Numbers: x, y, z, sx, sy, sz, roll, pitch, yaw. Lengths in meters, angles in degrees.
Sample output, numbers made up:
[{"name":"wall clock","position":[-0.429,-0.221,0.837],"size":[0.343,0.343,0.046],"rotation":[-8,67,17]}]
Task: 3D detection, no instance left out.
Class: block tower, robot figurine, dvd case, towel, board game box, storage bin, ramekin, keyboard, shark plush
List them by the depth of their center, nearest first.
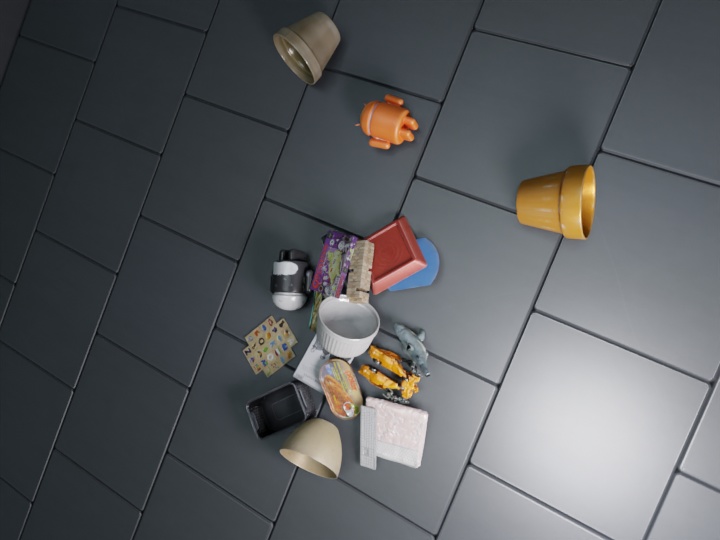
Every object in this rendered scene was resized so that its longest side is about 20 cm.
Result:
[{"name":"shark plush","position":[0.155,0.248,1.541],"size":[0.090,0.083,0.201],"rotation":[-32,43,20]},{"name":"towel","position":[0.102,0.503,1.579],"size":[0.198,0.032,0.193],"rotation":[10,103,19]},{"name":"keyboard","position":[0.025,0.524,1.591],"size":[0.056,0.011,0.202],"rotation":[5,100,23]},{"name":"ramekin","position":[-0.046,0.179,1.594],"size":[0.199,0.200,0.106],"rotation":[32,129,18]},{"name":"block tower","position":[0.000,0.000,1.595],"size":[0.057,0.054,0.202],"rotation":[-3,76,34]},{"name":"robot figurine","position":[0.101,0.327,1.602],"size":[0.199,0.058,0.146],"rotation":[29,95,19]},{"name":"board game box","position":[0.159,-0.015,1.616],"size":[0.198,0.039,0.160],"rotation":[-10,68,22]},{"name":"board game box","position":[-0.086,-0.021,1.619],"size":[0.119,0.032,0.202],"rotation":[14,86,47]},{"name":"robot figurine","position":[0.085,-0.480,1.640],"size":[0.198,0.117,0.145],"rotation":[21,132,19]},{"name":"dvd case","position":[-0.113,0.297,1.671],"size":[0.149,0.025,0.201],"rotation":[30,97,0]},{"name":"storage bin","position":[-0.263,0.463,1.696],"size":[0.199,0.094,0.136],"rotation":[-27,78,16]},{"name":"robot figurine","position":[-0.233,0.032,1.706],"size":[0.123,0.150,0.203],"rotation":[4,86,-18]}]

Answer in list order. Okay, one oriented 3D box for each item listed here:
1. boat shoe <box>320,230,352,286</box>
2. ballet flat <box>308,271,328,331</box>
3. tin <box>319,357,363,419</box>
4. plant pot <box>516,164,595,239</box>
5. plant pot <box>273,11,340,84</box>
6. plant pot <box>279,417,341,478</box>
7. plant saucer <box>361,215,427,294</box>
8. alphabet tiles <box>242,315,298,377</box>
[{"name":"boat shoe","position":[-0.084,-0.032,1.685],"size":[0.068,0.073,0.201],"rotation":[-27,76,21]},{"name":"ballet flat","position":[-0.132,0.103,1.700],"size":[0.070,0.071,0.202],"rotation":[5,87,19]},{"name":"tin","position":[-0.060,0.379,1.642],"size":[0.111,0.042,0.202],"rotation":[-20,91,10]},{"name":"plant pot","position":[0.547,-0.193,1.432],"size":[0.182,0.199,0.203],"rotation":[5,87,34]},{"name":"plant pot","position":[-0.168,-0.771,1.723],"size":[0.200,0.200,0.174],"rotation":[41,83,17]},{"name":"plant pot","position":[-0.139,0.551,1.614],"size":[0.198,0.201,0.135],"rotation":[12,56,19]},{"name":"plant saucer","position":[0.086,-0.055,1.621],"size":[0.199,0.037,0.201],"rotation":[-30,62,15]},{"name":"alphabet tiles","position":[-0.317,0.266,1.775],"size":[0.199,0.006,0.167],"rotation":[-38,75,13]}]
